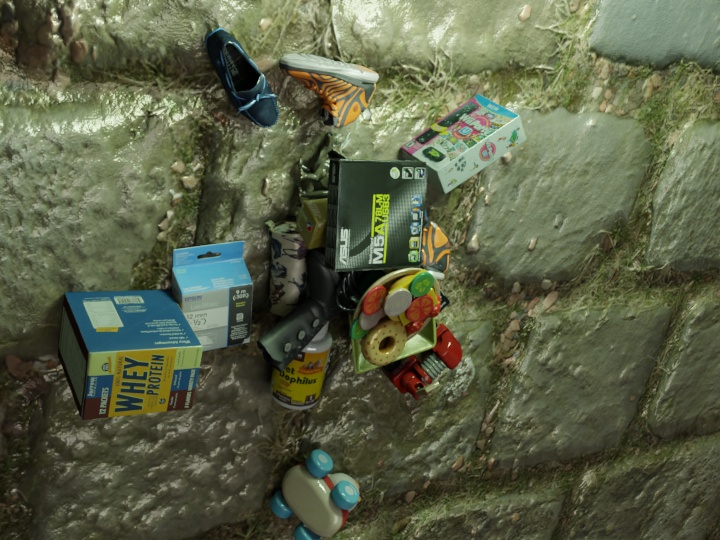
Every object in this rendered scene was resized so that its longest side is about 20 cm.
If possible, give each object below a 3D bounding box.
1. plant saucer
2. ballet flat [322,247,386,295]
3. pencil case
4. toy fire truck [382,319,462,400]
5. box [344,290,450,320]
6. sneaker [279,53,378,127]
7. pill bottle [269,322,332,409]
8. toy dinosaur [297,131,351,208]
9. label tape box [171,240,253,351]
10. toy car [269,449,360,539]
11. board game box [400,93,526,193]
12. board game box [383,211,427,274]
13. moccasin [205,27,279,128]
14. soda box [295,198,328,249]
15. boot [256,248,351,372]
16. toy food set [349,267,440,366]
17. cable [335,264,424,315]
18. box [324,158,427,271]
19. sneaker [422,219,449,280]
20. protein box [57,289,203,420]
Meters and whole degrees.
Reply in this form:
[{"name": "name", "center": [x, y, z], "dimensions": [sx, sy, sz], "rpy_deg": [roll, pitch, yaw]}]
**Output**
[{"name": "plant saucer", "center": [0.060, 0.098, 1.840], "dimensions": [0.198, 0.048, 0.201], "rpy_deg": [-17, 123, -19]}, {"name": "ballet flat", "center": [0.000, 0.000, 1.718], "dimensions": [0.067, 0.064, 0.200], "rpy_deg": [-41, 121, 11]}, {"name": "pencil case", "center": [-0.143, -0.003, 1.701], "dimensions": [0.078, 0.089, 0.201], "rpy_deg": [-33, 138, -48]}, {"name": "toy fire truck", "center": [0.153, 0.213, 1.935], "dimensions": [0.176, 0.200, 0.129], "rpy_deg": [-42, 132, -2]}, {"name": "box", "center": [0.084, 0.083, 1.915], "dimensions": [0.200, 0.046, 0.159], "rpy_deg": [-43, 131, -1]}, {"name": "sneaker", "center": [-0.062, -0.314, 1.548], "dimensions": [0.199, 0.078, 0.113], "rpy_deg": [5, 115, -33]}, {"name": "pill bottle", "center": [-0.121, 0.180, 1.806], "dimensions": [0.109, 0.109, 0.201], "rpy_deg": [-3, 119, -30]}, {"name": "toy dinosaur", "center": [-0.067, -0.158, 1.638], "dimensions": [0.101, 0.077, 0.202], "rpy_deg": [0, 106, -8]}, {"name": "label tape box", "center": [-0.282, 0.052, 1.657], "dimensions": [0.142, 0.066, 0.201], "rpy_deg": [-9, 124, -27]}, {"name": "toy car", "center": [-0.074, 0.517, 2.044], "dimensions": [0.185, 0.177, 0.200], "rpy_deg": [-51, 161, 22]}, {"name": "board game box", "center": [0.201, -0.251, 1.713], "dimensions": [0.199, 0.148, 0.065], "rpy_deg": [-34, 128, -10]}, {"name": "board game box", "center": [0.039, -0.088, 1.774], "dimensions": [0.195, 0.056, 0.201], "rpy_deg": [-28, 129, -14]}, {"name": "moccasin", "center": [-0.199, -0.313, 1.478], "dimensions": [0.080, 0.068, 0.200], "rpy_deg": [-42, 131, -2]}, {"name": "soda box", "center": [-0.017, -0.096, 1.640], "dimensions": [0.199, 0.064, 0.068], "rpy_deg": [-8, 138, -30]}, {"name": "boot", "center": [-0.121, 0.078, 1.662], "dimensions": [0.200, 0.066, 0.165], "rpy_deg": [-39, 131, -15]}, {"name": "toy food set", "center": [0.069, 0.080, 1.651], "dimensions": [0.199, 0.049, 0.198], "rpy_deg": [-33, 137, -6]}, {"name": "cable", "center": [0.050, 0.020, 1.686], "dimensions": [0.199, 0.051, 0.164], "rpy_deg": [14, 98, -32]}, {"name": "box", "center": [0.029, -0.102, 1.588], "dimensions": [0.192, 0.047, 0.202], "rpy_deg": [-2, 101, -34]}, {"name": "sneaker", "center": [0.090, -0.055, 1.749], "dimensions": [0.199, 0.077, 0.113], "rpy_deg": [15, 88, -23]}, {"name": "protein box", "center": [-0.411, 0.142, 1.542], "dimensions": [0.197, 0.200, 0.136], "rpy_deg": [-1, 119, -31]}]
